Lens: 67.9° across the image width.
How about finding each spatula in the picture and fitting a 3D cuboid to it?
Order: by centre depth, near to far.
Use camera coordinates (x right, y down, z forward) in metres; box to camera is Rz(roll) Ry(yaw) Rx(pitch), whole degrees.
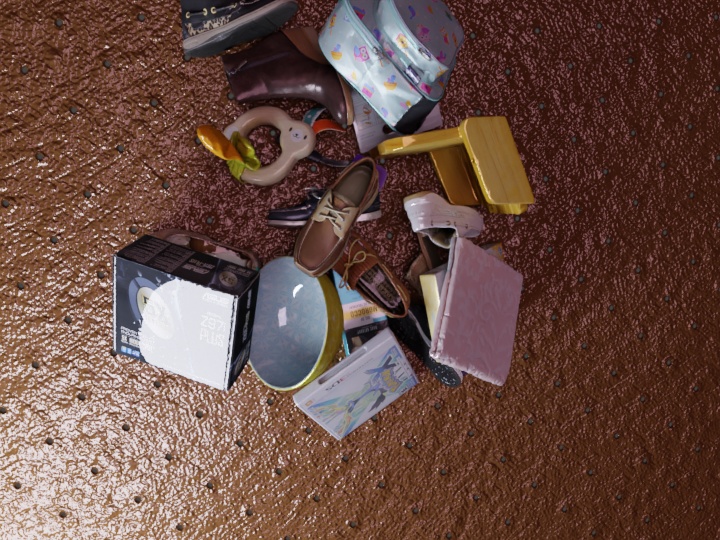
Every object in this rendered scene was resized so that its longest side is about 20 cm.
[{"bbox_3d":[-0.051,-0.181,0.876,0.194,0.021,0.058,21,63,5],"label":"spatula"}]

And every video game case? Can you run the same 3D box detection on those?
[{"bbox_3d":[0.002,0.193,0.878,0.180,0.022,0.201,-35,145,-3],"label":"video game case"}]

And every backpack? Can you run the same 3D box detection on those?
[{"bbox_3d":[0.045,-0.327,0.771,0.197,0.154,0.178,34,48,-8],"label":"backpack"}]

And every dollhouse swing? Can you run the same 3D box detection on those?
[{"bbox_3d":[0.131,-0.143,0.840,0.172,0.200,0.187,-26,100,-6],"label":"dollhouse swing"}]

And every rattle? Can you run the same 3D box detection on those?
[{"bbox_3d":[-0.128,-0.221,0.809,0.193,0.144,0.134,-13,61,7],"label":"rattle"}]

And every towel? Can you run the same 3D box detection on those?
[{"bbox_3d":[0.191,0.069,0.861,0.197,0.032,0.198,25,72,-40],"label":"towel"}]

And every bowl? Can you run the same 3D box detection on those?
[{"bbox_3d":[-0.091,0.084,0.862,0.106,0.196,0.208,6,97,-51],"label":"bowl"}]

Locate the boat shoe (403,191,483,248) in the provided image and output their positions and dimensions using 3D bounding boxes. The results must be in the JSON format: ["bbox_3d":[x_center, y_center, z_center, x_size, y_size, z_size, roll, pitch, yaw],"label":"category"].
[{"bbox_3d":[0.139,-0.070,0.877,0.196,0.070,0.072,10,70,-46],"label":"boat shoe"}]

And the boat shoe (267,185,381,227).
[{"bbox_3d":[-0.058,-0.107,0.876,0.193,0.075,0.064,-7,99,-10],"label":"boat shoe"}]

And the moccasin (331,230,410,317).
[{"bbox_3d":[-0.001,0.001,0.843,0.073,0.078,0.202,-41,100,8],"label":"moccasin"}]

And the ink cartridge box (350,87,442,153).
[{"bbox_3d":[0.040,-0.321,0.891,0.157,0.050,0.206,-19,108,-8],"label":"ink cartridge box"}]

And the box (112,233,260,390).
[{"bbox_3d":[-0.261,0.062,0.801,0.194,0.087,0.168,18,116,5],"label":"box"}]

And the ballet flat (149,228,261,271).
[{"bbox_3d":[-0.254,-0.026,0.854,0.193,0.067,0.071,8,92,-10],"label":"ballet flat"}]

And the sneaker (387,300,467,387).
[{"bbox_3d":[0.122,0.102,0.945,0.201,0.075,0.087,49,58,-4],"label":"sneaker"}]

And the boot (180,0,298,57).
[{"bbox_3d":[-0.197,-0.423,0.796,0.194,0.073,0.156,-13,95,23],"label":"boot"}]

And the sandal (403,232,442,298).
[{"bbox_3d":[0.105,-0.008,0.931,0.068,0.077,0.219,-13,91,25],"label":"sandal"}]

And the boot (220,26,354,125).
[{"bbox_3d":[-0.111,-0.279,0.819,0.162,0.073,0.204,-24,68,-12],"label":"boot"}]

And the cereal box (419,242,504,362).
[{"bbox_3d":[0.186,0.050,0.904,0.197,0.039,0.149,-23,104,-41],"label":"cereal box"}]

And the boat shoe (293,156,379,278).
[{"bbox_3d":[-0.035,-0.088,0.790,0.074,0.074,0.203,28,69,5],"label":"boat shoe"}]

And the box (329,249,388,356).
[{"bbox_3d":[0.002,0.072,0.919,0.079,0.049,0.207,-13,98,-8],"label":"box"}]
